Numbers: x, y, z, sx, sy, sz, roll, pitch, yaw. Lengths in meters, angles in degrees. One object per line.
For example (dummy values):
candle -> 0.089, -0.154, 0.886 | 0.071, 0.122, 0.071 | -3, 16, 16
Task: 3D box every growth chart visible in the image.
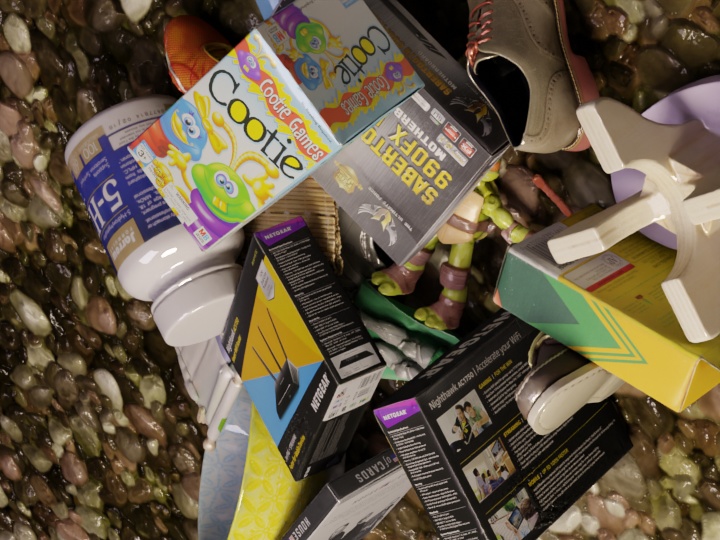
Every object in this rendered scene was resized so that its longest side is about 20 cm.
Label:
growth chart -> -0.149, 0.048, 1.845 | 0.145, 0.018, 0.201 | -57, 46, 51

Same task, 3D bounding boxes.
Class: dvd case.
dvd case -> -0.011, 0.216, 1.778 | 0.025, 0.150, 0.200 | 52, 139, 15

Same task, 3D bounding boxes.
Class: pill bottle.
pill bottle -> -0.171, -0.042, 1.751 | 0.120, 0.119, 0.201 | -49, 62, 48

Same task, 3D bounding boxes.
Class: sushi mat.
sushi mat -> -0.061, -0.048, 1.687 | 0.200, 0.012, 0.096 | 6, 97, 64

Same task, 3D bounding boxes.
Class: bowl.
bowl -> -0.076, 0.182, 1.833 | 0.107, 0.201, 0.201 | 11, 138, -15

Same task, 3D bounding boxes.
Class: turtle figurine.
turtle figurine -> 0.069, -0.045, 1.592 | 0.199, 0.064, 0.162 | 32, 116, 11

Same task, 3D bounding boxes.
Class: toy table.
toy table -> 0.231, -0.056, 1.394 | 0.184, 0.117, 0.200 | 55, 140, 1

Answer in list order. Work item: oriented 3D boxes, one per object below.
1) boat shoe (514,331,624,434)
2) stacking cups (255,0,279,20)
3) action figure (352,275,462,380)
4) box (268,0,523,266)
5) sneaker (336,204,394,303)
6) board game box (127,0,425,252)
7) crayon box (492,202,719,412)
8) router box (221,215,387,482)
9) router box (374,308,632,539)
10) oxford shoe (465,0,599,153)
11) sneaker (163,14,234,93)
boat shoe -> 0.158, 0.069, 1.490 | 0.060, 0.200, 0.072 | 45, 117, 14
stacking cups -> -0.066, -0.221, 1.615 | 0.060, 0.060, 0.201 | -20, 100, 48
action figure -> 0.076, 0.087, 1.658 | 0.199, 0.055, 0.118 | 23, 145, 6
box -> 0.007, -0.123, 1.502 | 0.200, 0.048, 0.158 | 46, 139, 5
sneaker -> 0.000, 0.000, 1.683 | 0.082, 0.075, 0.201 | 30, 133, 28
board game box -> -0.065, -0.113, 1.458 | 0.103, 0.105, 0.200 | 53, 140, -2
crayon box -> 0.213, 0.032, 1.455 | 0.199, 0.127, 0.051 | 31, 124, 27
router box -> -0.051, 0.069, 1.659 | 0.150, 0.051, 0.200 | 60, 156, 20
router box -> 0.116, 0.123, 1.546 | 0.051, 0.200, 0.150 | -20, 100, 45
oxford shoe -> 0.106, -0.176, 1.441 | 0.070, 0.074, 0.201 | -48, 60, 49
sneaker -> -0.099, -0.155, 1.666 | 0.200, 0.073, 0.077 | 51, 139, 30
